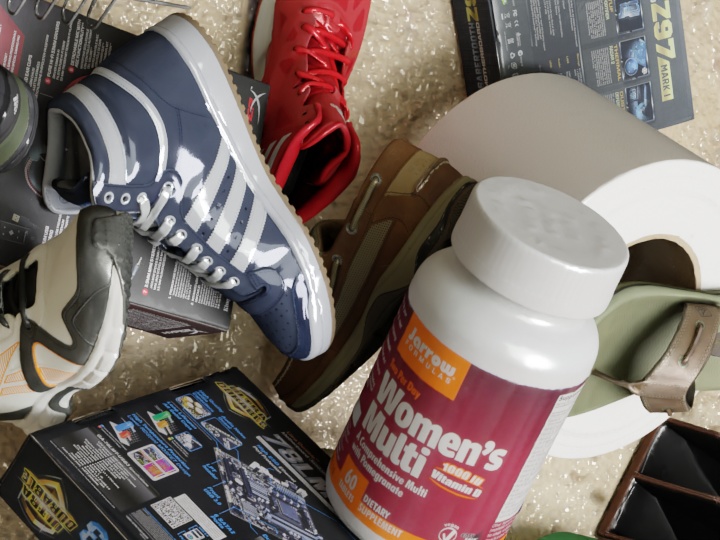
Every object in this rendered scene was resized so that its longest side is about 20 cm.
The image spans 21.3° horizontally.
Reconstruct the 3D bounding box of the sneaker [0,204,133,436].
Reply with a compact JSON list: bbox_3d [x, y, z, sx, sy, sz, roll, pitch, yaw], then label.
[{"bbox_3d":[-0.170,0.029,0.975,0.079,0.200,0.074,15,55,-20],"label":"sneaker"}]

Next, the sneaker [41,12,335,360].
[{"bbox_3d":[-0.095,-0.023,1.016,0.108,0.070,0.201,-33,106,-30],"label":"sneaker"}]

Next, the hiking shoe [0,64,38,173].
[{"bbox_3d":[-0.264,-0.095,0.947,0.198,0.101,0.077,1,73,5],"label":"hiking shoe"}]

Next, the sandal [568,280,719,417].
[{"bbox_3d":[0.191,0.050,1.137,0.199,0.057,0.081,-6,119,-34],"label":"sandal"}]

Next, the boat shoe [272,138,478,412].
[{"bbox_3d":[0.000,0.000,1.125,0.074,0.200,0.076,42,36,7],"label":"boat shoe"}]

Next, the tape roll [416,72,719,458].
[{"bbox_3d":[0.127,-0.004,1.194,0.201,0.139,0.204,-17,125,-27],"label":"tape roll"}]

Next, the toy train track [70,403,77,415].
[{"bbox_3d":[-0.234,0.076,1.058,0.115,0.032,0.200,48,59,-16],"label":"toy train track"}]

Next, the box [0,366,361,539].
[{"bbox_3d":[-0.064,0.148,1.032,0.050,0.200,0.198,-54,162,24],"label":"box"}]

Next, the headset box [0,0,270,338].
[{"bbox_3d":[-0.160,-0.058,1.061,0.199,0.075,0.150,17,75,-33],"label":"headset box"}]

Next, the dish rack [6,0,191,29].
[{"bbox_3d":[-0.185,-0.187,1.011,0.199,0.154,0.055,4,135,-41],"label":"dish rack"}]

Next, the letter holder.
[{"bbox_3d":[0.294,0.203,1.360,0.199,0.142,0.101,37,76,-30],"label":"letter holder"}]

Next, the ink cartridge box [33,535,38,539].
[{"bbox_3d":[-0.083,0.216,1.115,0.199,0.144,0.085,15,88,-34],"label":"ink cartridge box"}]

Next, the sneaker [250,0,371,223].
[{"bbox_3d":[-0.018,-0.110,1.136,0.078,0.115,0.202,22,84,-32],"label":"sneaker"}]

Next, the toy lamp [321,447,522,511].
[{"bbox_3d":[0.001,0.122,1.177,0.198,0.058,0.059,5,93,-8],"label":"toy lamp"}]

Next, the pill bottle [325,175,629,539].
[{"bbox_3d":[0.063,0.057,1.044,0.109,0.110,0.201,5,122,-33],"label":"pill bottle"}]

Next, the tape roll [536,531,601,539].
[{"bbox_3d":[0.136,0.279,1.284,0.200,0.048,0.203,-16,110,-51],"label":"tape roll"}]

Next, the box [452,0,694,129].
[{"bbox_3d":[0.137,-0.180,1.266,0.157,0.051,0.202,-17,105,-27],"label":"box"}]
